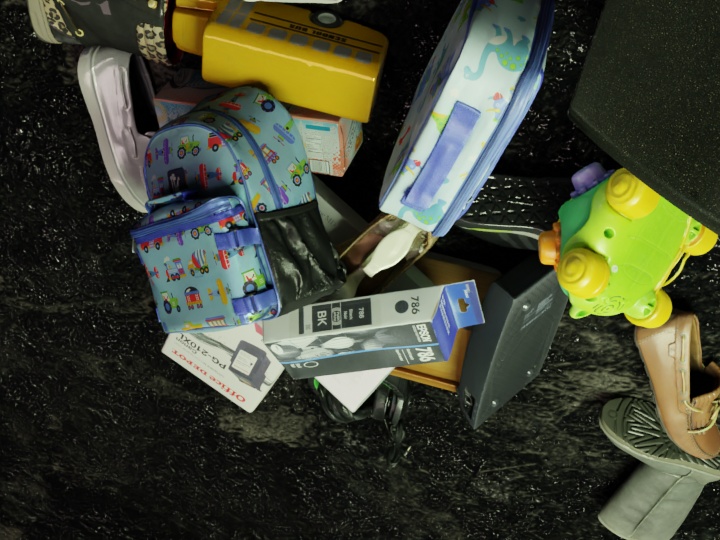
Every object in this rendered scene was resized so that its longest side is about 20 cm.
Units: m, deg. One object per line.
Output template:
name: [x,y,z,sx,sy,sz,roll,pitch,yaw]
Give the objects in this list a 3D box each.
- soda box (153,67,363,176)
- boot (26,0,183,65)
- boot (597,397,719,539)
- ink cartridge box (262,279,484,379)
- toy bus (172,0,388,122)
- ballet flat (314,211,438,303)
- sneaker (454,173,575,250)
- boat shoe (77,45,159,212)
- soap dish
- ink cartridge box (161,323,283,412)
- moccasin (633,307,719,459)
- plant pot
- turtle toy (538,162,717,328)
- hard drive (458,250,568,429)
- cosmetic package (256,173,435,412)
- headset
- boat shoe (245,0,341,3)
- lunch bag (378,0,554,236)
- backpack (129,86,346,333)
soda box: [-0.100,-0.150,0.903,0.199,0.069,0.064,10,132,15]
boot: [-0.237,-0.282,0.834,0.150,0.073,0.201,18,136,8]
boot: [0.337,0.249,1.099,0.181,0.073,0.200,25,143,3]
ink cartridge box: [0.016,0.059,0.853,0.199,0.039,0.100,-10,151,11]
toy bus: [-0.077,-0.201,0.831,0.199,0.079,0.065,15,136,2]
ballet flat: [0.000,0.000,0.866,0.070,0.065,0.200,41,109,-3]
sneaker: [0.171,-0.055,0.892,0.199,0.072,0.083,15,170,4]
boat shoe: [-0.234,-0.149,0.972,0.068,0.072,0.201,4,124,21]
soap dish: [0.057,0.053,1.017,0.199,0.081,0.158,13,135,13]
ink cartridge box: [-0.143,0.064,1.107,0.144,0.084,0.200,35,136,0]
moccasin: [0.354,0.122,0.963,0.077,0.074,0.202,-4,120,37]
plant pot: [0.263,-0.149,0.636,0.177,0.200,0.201,25,121,20]
turtle toy: [0.229,-0.049,0.782,0.145,0.201,0.101,22,-170,-41]
hard drive: [0.163,0.065,0.951,0.042,0.135,0.201,37,140,27]
cosmetic package: [-0.029,0.022,0.939,0.200,0.052,0.151,43,110,4]
headset: [0.010,0.172,1.142,0.123,0.094,0.200,-3,147,28]
boat shoe: [-0.091,-0.267,0.784,0.199,0.070,0.071,15,135,14]
lunch bag: [0.087,-0.136,0.764,0.082,0.161,0.200,24,136,-3]
backpack: [-0.125,-0.057,0.823,0.182,0.134,0.201,-3,105,43]
